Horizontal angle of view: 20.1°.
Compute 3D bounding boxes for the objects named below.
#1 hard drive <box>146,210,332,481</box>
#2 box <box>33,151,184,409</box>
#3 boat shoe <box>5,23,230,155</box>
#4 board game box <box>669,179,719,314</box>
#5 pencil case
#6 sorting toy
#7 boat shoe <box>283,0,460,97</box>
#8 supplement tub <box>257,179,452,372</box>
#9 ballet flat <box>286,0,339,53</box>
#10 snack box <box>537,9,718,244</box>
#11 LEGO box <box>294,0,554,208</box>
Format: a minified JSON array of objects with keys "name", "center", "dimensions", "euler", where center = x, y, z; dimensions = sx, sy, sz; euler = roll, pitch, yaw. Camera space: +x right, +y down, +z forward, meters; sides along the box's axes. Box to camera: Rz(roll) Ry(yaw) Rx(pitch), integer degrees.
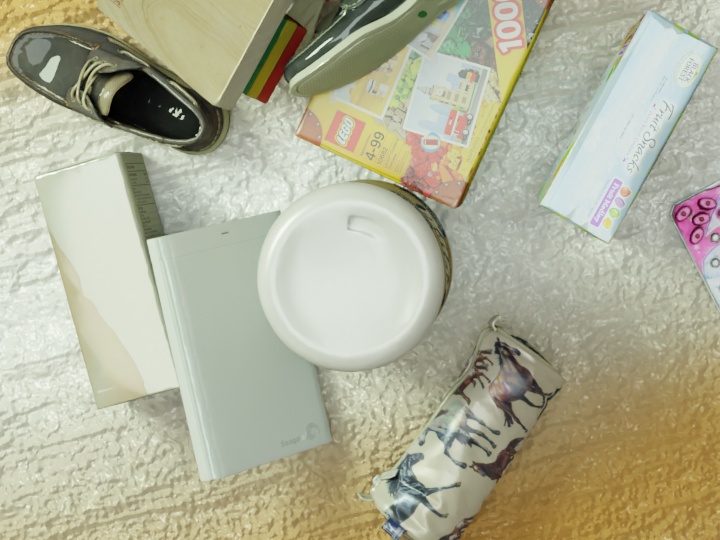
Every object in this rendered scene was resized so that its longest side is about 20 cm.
[{"name":"hard drive","center":[-0.098,0.060,1.679],"dimensions":[0.026,0.131,0.202],"euler":[-11,93,49]},{"name":"box","center":[-0.201,0.006,1.694],"dimensions":[0.077,0.095,0.201],"euler":[-15,90,7]},{"name":"boat shoe","center":[-0.204,-0.156,1.694],"dimensions":[0.199,0.073,0.075],"euler":[20,95,4]},{"name":"board game box","center":[0.387,-0.009,1.671],"dimensions":[0.199,0.026,0.201],"euler":[-28,91,7]},{"name":"pencil case","center":[0.087,0.137,1.681],"dimensions":[0.089,0.078,0.201],"euler":[32,97,-17]},{"name":"sorting toy","center":[-0.097,-0.252,1.641],"dimensions":[0.200,0.069,0.200],"euler":[41,105,43]},{"name":"boat shoe","center":[0.016,-0.212,1.601],"dimensions":[0.200,0.072,0.068],"euler":[-39,71,7]},{"name":"supplement tub","center":[0.000,0.000,1.620],"dimensions":[0.143,0.200,0.146],"euler":[0,94,5]},{"name":"ballet flat","center":[-0.021,-0.261,1.683],"dimensions":[0.069,0.069,0.201],"euler":[31,97,3]},{"name":"snack box","center":[0.206,-0.112,1.595],"dimensions":[0.067,0.200,0.169],"euler":[29,96,3]},{"name":"LEGO box","center":[0.056,-0.172,1.667],"dimensions":[0.148,0.077,0.201],"euler":[24,95,3]}]
